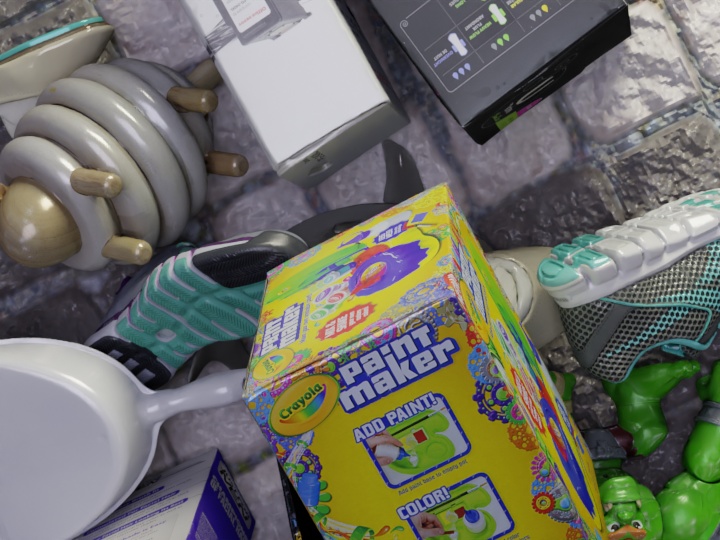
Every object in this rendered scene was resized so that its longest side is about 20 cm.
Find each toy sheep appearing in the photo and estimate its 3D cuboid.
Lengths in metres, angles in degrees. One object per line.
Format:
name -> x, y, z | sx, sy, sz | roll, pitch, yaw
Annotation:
toy sheep -> -0.151, -0.070, 1.262 | 0.138, 0.138, 0.200 | 46, 57, 6

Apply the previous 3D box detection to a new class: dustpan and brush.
dustpan and brush -> -0.155, 0.094, 1.236 | 0.200, 0.057, 0.140 | -13, 103, 15

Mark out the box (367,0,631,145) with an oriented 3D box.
box -> 0.058, -0.194, 1.221 | 0.124, 0.149, 0.200 | -37, 85, 7

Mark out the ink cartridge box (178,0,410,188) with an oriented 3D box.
ink cartridge box -> -0.055, -0.160, 1.241 | 0.083, 0.145, 0.200 | -30, 86, 6

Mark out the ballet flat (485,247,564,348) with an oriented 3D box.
ballet flat -> 0.045, 0.031, 1.213 | 0.200, 0.069, 0.070 | -20, 88, -2

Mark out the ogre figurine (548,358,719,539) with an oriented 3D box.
ogre figurine -> 0.152, 0.120, 1.240 | 0.200, 0.098, 0.120 | -2, 81, -26

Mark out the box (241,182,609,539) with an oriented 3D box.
box -> 0.038, 0.085, 1.081 | 0.122, 0.200, 0.193 | -27, 106, 10

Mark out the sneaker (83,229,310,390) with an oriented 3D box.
sneaker -> -0.100, 0.002, 1.240 | 0.074, 0.088, 0.200 | 37, 136, -27

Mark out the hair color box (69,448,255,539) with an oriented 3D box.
hair color box -> -0.132, 0.186, 1.228 | 0.109, 0.200, 0.065 | -26, 103, 9

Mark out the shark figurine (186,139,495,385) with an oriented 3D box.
shark figurine -> -0.021, -0.007, 1.269 | 0.214, 0.089, 0.128 | -19, 86, 7

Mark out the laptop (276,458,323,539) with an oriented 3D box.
laptop -> -0.008, 0.216, 1.191 | 0.187, 0.200, 0.116 | 34, 114, -32

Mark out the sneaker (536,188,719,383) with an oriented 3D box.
sneaker -> 0.200, 0.007, 1.220 | 0.200, 0.078, 0.091 | -19, 105, -20

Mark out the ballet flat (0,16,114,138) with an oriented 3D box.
ballet flat -> -0.245, -0.108, 1.316 | 0.200, 0.069, 0.070 | -16, 88, 15
